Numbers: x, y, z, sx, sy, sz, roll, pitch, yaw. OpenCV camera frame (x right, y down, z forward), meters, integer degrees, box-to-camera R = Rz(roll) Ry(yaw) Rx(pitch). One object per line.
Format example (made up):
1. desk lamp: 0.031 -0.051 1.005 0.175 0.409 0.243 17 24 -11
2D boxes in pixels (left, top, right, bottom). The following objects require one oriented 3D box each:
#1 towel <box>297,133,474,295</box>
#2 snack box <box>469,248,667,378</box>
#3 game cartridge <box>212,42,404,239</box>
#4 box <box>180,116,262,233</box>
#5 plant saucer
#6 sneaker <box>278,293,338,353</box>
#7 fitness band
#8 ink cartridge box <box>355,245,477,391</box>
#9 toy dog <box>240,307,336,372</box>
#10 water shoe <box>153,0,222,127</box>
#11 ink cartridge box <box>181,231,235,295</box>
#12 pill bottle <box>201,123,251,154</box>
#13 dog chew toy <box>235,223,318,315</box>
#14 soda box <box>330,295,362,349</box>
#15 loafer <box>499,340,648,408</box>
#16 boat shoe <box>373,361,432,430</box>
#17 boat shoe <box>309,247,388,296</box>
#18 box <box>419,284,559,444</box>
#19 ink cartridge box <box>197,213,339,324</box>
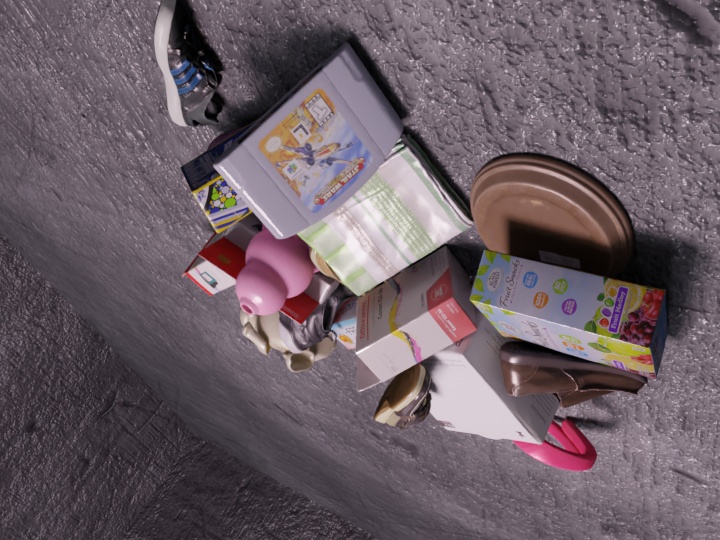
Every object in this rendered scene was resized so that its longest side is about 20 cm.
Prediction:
1. towel: 0.026 -0.059 0.885 0.198 0.031 0.149 -33 114 27
2. snack box: 0.242 0.052 0.804 0.196 0.069 0.168 16 169 30
3. game cartridge: -0.051 -0.136 0.792 0.134 0.199 0.042 48 -176 -22
4. box: -0.111 -0.136 0.843 0.065 0.197 0.071 53 173 44
5. plant saucer: 0.209 -0.046 0.799 0.196 0.030 0.202 28 152 15
6. sneaker: -0.104 0.039 1.217 0.111 0.075 0.205 -14 103 31
7. fitness band: 0.282 0.250 1.087 0.140 0.038 0.200 21 -170 -11
8. ink cartridge box: 0.057 0.069 0.965 0.197 0.118 0.068 -33 119 22
9. toy dog: -0.152 0.100 1.395 0.196 0.144 0.192 15 -175 32
10. water shoe: -0.221 -0.274 0.930 0.076 0.073 0.202 5 150 -3
11. ink cartridge box: -0.251 -0.026 1.295 0.067 0.118 0.199 41 155 -16
12. pill bottle: -0.157 -0.143 0.991 0.197 0.113 0.113 0 138 51
13. dog chew toy: -0.112 -0.019 1.033 0.122 0.202 0.126 23 148 16
14. soda box: 0.015 0.082 1.207 0.068 0.064 0.199 42 153 -15
15. loafer: 0.269 0.138 0.906 0.193 0.073 0.073 8 -169 -3
16. boat shoe: 0.073 0.183 1.007 0.063 0.075 0.200 24 157 -3
17. boat shoe: 0.000 0.000 1.029 0.076 0.072 0.199 43 -172 32
18. box: 0.166 0.134 1.030 0.200 0.132 0.197 47 151 -23
19. ink cartridge box: -0.135 -0.015 1.124 0.197 0.176 0.045 34 113 4
